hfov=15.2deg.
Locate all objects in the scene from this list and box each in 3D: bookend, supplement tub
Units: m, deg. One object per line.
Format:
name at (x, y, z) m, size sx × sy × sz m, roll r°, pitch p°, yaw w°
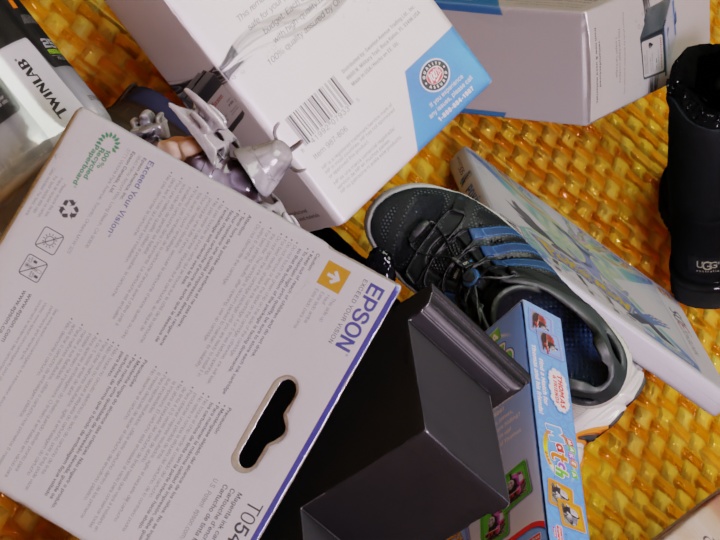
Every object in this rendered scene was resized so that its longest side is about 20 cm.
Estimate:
bookend at (-0.003, 0.145, 1.405) m, size 0.092 × 0.200 × 0.199 m, roll 42°, pitch 25°, yaw -34°
supplement tub at (-0.242, -0.119, 1.510) m, size 0.200 × 0.123 × 0.122 m, roll 52°, pitch 36°, yaw 5°

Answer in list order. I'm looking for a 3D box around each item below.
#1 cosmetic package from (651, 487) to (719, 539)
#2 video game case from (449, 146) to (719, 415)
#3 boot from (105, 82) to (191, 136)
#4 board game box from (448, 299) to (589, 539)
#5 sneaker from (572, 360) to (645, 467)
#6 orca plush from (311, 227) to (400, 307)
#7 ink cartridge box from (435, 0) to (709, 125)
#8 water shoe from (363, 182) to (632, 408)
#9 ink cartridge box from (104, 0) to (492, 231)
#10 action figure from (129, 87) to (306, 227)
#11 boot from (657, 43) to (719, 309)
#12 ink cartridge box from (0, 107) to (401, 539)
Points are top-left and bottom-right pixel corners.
cosmetic package at (0.213, 0.210, 1.692) m, size 0.104 × 0.087 × 0.200 m, roll 52°, pitch 36°, yaw 6°
video game case at (0.153, 0.004, 1.824) m, size 0.200 × 0.022 × 0.182 m, roll 34°, pitch 14°, yaw -17°
boot at (-0.088, -0.035, 1.630) m, size 0.200 × 0.075 × 0.097 m, roll 39°, pitch 39°, yaw -8°
board game box at (0.066, 0.138, 1.556) m, size 0.037 × 0.151 × 0.201 m, roll 24°, pitch 42°, yaw -29°
sneaker at (0.114, 0.081, 1.722) m, size 0.092 × 0.076 × 0.200 m, roll 48°, pitch 35°, yaw -3°
orca plush at (0.000, 0.000, 1.687) m, size 0.105 × 0.071 × 0.200 m, roll -7°, pitch 61°, yaw -49°
ink cartridge box at (0.145, -0.170, 1.926) m, size 0.200 × 0.146 × 0.086 m, roll -30°, pitch 122°, yaw -53°
water shoe at (0.085, 0.007, 1.667) m, size 0.200 × 0.072 × 0.079 m, roll 36°, pitch 0°, yaw 14°
ink cartridge box at (-0.041, -0.144, 1.638) m, size 0.145 × 0.084 × 0.200 m, roll -43°, pitch 104°, yaw -23°
action figure at (-0.105, -0.019, 1.484) m, size 0.130 × 0.200 × 0.069 m, roll 59°, pitch 25°, yaw 10°
boot at (0.255, -0.092, 1.940) m, size 0.076 × 0.169 × 0.200 m, roll 4°, pitch 33°, yaw 6°
ink cartridge box at (-0.110, 0.047, 1.403) m, size 0.199 × 0.197 × 0.043 m, roll 30°, pitch -8°, yaw 7°
